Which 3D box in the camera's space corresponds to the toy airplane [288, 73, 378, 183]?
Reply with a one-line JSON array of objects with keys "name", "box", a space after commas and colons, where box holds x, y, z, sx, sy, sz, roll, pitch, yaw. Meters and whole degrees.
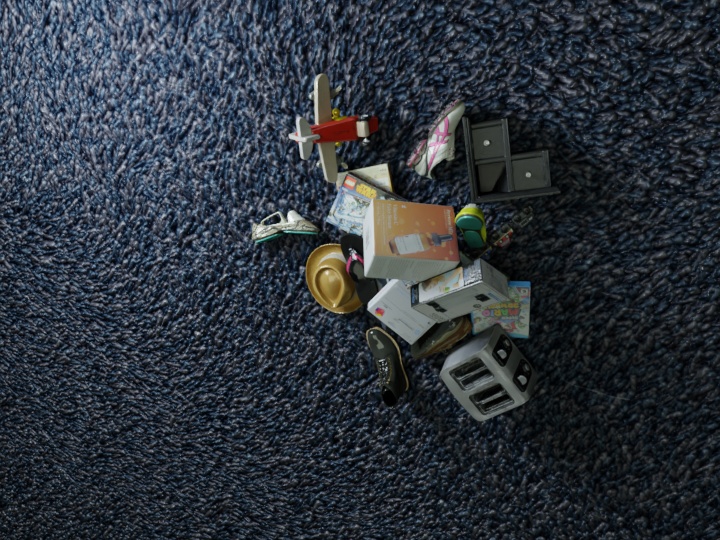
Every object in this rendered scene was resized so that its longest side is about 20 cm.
[{"name": "toy airplane", "box": [-0.079, -0.340, 1.417, 0.199, 0.141, 0.200, 33, 101, -29]}]

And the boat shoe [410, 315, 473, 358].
[{"name": "boat shoe", "box": [0.212, 0.179, 1.518, 0.074, 0.076, 0.200, 27, 134, -23]}]

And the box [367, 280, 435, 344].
[{"name": "box", "box": [0.140, 0.072, 1.472, 0.156, 0.041, 0.200, 38, 110, -14]}]

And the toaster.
[{"name": "toaster", "box": [0.316, 0.262, 1.480, 0.200, 0.119, 0.181, -35, 96, 35]}]

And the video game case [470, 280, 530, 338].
[{"name": "video game case", "box": [0.344, 0.097, 1.438, 0.142, 0.018, 0.201, 1, 138, 16]}]

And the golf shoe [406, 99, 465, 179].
[{"name": "golf shoe", "box": [0.197, -0.310, 1.384, 0.092, 0.073, 0.200, 34, 123, -2]}]

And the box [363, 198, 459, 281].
[{"name": "box", "box": [0.113, -0.067, 1.349, 0.198, 0.153, 0.107, 4, 151, -11]}]

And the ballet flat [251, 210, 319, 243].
[{"name": "ballet flat", "box": [-0.207, -0.122, 1.566, 0.199, 0.068, 0.076, -7, 89, 21]}]

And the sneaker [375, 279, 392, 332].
[{"name": "sneaker", "box": [0.067, 0.064, 1.548, 0.082, 0.070, 0.201, 24, 121, 40]}]

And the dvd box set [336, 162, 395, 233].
[{"name": "dvd box set", "box": [0.024, -0.165, 1.498, 0.145, 0.029, 0.201, -9, 103, 18]}]

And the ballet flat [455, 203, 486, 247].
[{"name": "ballet flat", "box": [0.260, -0.116, 1.355, 0.066, 0.200, 0.068, 6, 74, 18]}]

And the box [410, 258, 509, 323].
[{"name": "box", "box": [0.225, 0.051, 1.343, 0.199, 0.060, 0.116, -23, 143, 36]}]

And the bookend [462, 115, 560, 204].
[{"name": "bookend", "box": [0.346, -0.267, 1.338, 0.199, 0.092, 0.200, -4, 105, 17]}]

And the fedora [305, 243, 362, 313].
[{"name": "fedora", "box": [-0.070, 0.033, 1.552, 0.199, 0.082, 0.202, 7, 113, 16]}]

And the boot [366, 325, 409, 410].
[{"name": "boot", "box": [0.066, 0.258, 1.557, 0.077, 0.138, 0.201, -28, 96, 22]}]

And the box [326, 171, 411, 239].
[{"name": "box", "box": [0.030, -0.143, 1.463, 0.199, 0.040, 0.138, 28, 111, 5]}]

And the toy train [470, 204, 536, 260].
[{"name": "toy train", "box": [0.347, -0.083, 1.428, 0.046, 0.034, 0.200, 43, 114, -11]}]

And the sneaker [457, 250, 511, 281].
[{"name": "sneaker", "box": [0.271, 0.021, 1.441, 0.199, 0.075, 0.085, 27, 142, -1]}]

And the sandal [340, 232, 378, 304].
[{"name": "sandal", "box": [0.000, 0.000, 1.480, 0.075, 0.045, 0.201, -11, 108, 22]}]
